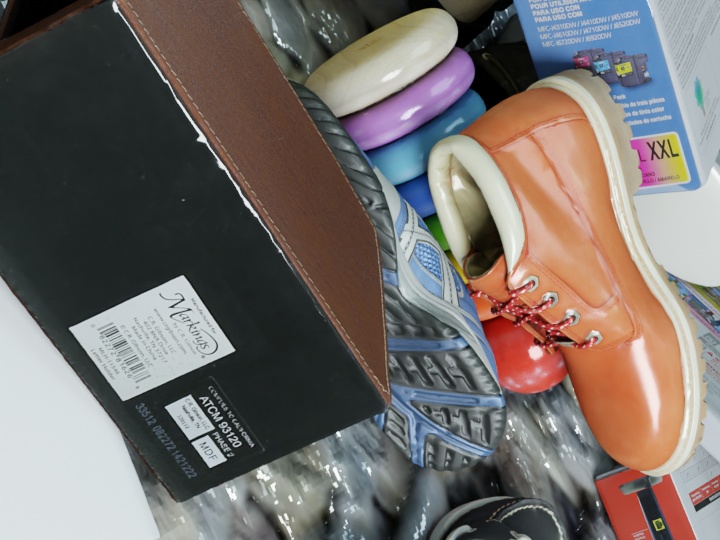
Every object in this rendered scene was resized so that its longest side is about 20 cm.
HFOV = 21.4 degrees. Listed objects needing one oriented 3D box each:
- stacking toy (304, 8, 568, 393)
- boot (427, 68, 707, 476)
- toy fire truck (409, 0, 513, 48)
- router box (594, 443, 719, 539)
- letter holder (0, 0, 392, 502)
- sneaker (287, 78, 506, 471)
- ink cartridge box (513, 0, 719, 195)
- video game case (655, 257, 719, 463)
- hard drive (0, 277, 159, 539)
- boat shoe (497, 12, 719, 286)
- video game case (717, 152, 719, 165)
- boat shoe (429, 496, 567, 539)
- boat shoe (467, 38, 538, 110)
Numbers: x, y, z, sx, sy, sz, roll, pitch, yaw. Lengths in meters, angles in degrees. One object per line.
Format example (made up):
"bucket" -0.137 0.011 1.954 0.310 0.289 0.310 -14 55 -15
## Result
"stacking toy" 0.052 -0.026 0.960 0.201 0.085 0.085 60 35 -13
"boot" 0.095 0.015 0.909 0.107 0.075 0.202 -24 96 -40
"toy fire truck" 0.056 -0.258 1.077 0.200 0.128 0.176 48 38 -3
"router box" 0.230 0.171 1.090 0.199 0.049 0.181 -15 82 -54
"letter holder" -0.078 -0.038 0.754 0.201 0.100 0.143 57 17 -29
"sneaker" 0.000 0.000 0.894 0.201 0.075 0.077 60 14 -9
"ink cartridge box" 0.131 -0.157 0.966 0.137 0.076 0.202 -57 135 -51
"video game case" 0.225 0.062 1.099 0.200 0.022 0.181 44 31 19
"hard drive" -0.158 0.024 0.701 0.131 0.026 0.202 -15 82 -54
"boat shoe" 0.160 -0.079 1.129 0.200 0.072 0.069 43 32 -1
"video game case" 0.304 -0.016 1.252 0.182 0.024 0.199 46 30 20
"boat shoe" 0.053 0.149 0.866 0.199 0.060 0.074 -19 84 -55
"boat shoe" 0.098 -0.040 1.028 0.066 0.070 0.202 -4 66 -20
